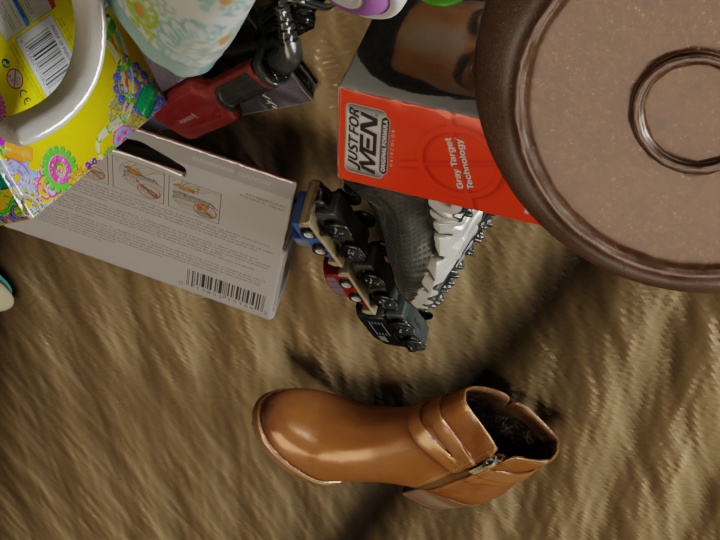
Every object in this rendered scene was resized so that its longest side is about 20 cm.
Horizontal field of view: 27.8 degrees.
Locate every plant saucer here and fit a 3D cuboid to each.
[{"bbox_3d":[0.141,-0.071,0.606,0.199,0.035,0.202,9,122,14],"label":"plant saucer"}]

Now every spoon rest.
[{"bbox_3d":[-0.158,-0.159,0.638,0.099,0.060,0.202,22,129,60],"label":"spoon rest"}]

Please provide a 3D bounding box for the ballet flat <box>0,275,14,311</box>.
[{"bbox_3d":[-0.349,-0.009,1.101,0.069,0.070,0.200,-9,138,39],"label":"ballet flat"}]

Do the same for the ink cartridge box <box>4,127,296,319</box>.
[{"bbox_3d":[-0.135,-0.056,0.927,0.198,0.045,0.177,19,149,1],"label":"ink cartridge box"}]

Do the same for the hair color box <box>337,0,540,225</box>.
[{"bbox_3d":[0.096,-0.076,0.704,0.198,0.102,0.062,13,138,11],"label":"hair color box"}]

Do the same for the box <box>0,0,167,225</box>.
[{"bbox_3d":[-0.241,-0.128,0.746,0.191,0.122,0.201,-7,119,37],"label":"box"}]

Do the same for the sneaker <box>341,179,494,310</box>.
[{"bbox_3d":[0.030,-0.045,0.835,0.090,0.067,0.200,32,158,10],"label":"sneaker"}]

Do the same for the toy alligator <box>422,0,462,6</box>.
[{"bbox_3d":[-0.037,-0.179,0.683,0.199,0.059,0.055,21,105,9],"label":"toy alligator"}]

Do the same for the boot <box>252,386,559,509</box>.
[{"bbox_3d":[0.033,0.121,1.068,0.199,0.077,0.155,28,149,-18],"label":"boot"}]

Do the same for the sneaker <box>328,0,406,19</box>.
[{"bbox_3d":[-0.026,-0.207,0.619,0.200,0.100,0.075,52,161,-8],"label":"sneaker"}]

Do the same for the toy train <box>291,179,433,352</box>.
[{"bbox_3d":[0.000,0.000,0.919,0.045,0.034,0.200,5,155,22],"label":"toy train"}]

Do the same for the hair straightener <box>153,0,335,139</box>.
[{"bbox_3d":[-0.056,-0.118,0.730,0.041,0.077,0.200,34,165,-14],"label":"hair straightener"}]

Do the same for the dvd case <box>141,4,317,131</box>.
[{"bbox_3d":[-0.134,-0.153,0.806,0.148,0.016,0.200,-5,140,36],"label":"dvd case"}]

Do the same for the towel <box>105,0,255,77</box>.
[{"bbox_3d":[-0.105,-0.192,0.599,0.201,0.048,0.171,54,159,1],"label":"towel"}]
